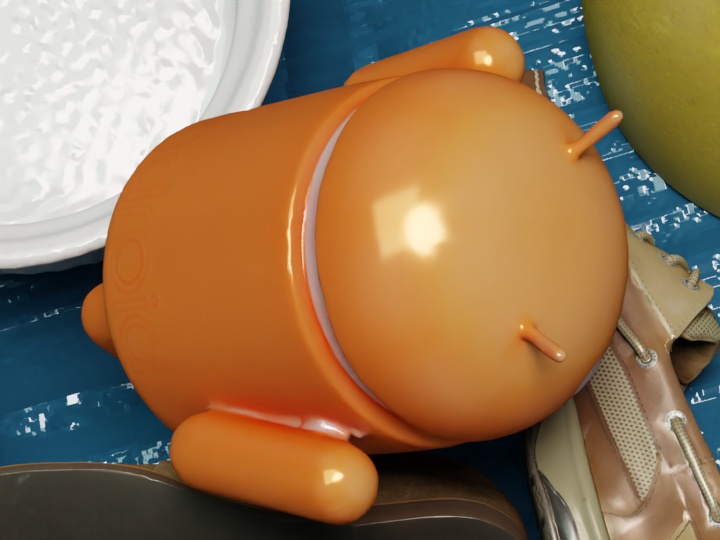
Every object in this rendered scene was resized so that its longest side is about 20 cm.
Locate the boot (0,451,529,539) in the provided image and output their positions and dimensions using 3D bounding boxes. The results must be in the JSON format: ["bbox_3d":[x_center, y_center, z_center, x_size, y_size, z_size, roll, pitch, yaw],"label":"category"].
[{"bbox_3d":[-0.044,0.089,0.949,0.200,0.075,0.074,3,110,-2],"label":"boot"}]

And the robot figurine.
[{"bbox_3d":[0.000,0.002,0.894,0.200,0.144,0.117,-10,104,48],"label":"robot figurine"}]

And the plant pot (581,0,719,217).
[{"bbox_3d":[0.156,-0.127,0.951,0.200,0.142,0.200,-7,66,16],"label":"plant pot"}]

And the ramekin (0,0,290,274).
[{"bbox_3d":[-0.124,-0.093,1.029,0.200,0.098,0.201,0,82,-1],"label":"ramekin"}]

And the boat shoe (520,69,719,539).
[{"bbox_3d":[0.083,0.026,0.959,0.074,0.076,0.200,-13,67,3],"label":"boat shoe"}]
